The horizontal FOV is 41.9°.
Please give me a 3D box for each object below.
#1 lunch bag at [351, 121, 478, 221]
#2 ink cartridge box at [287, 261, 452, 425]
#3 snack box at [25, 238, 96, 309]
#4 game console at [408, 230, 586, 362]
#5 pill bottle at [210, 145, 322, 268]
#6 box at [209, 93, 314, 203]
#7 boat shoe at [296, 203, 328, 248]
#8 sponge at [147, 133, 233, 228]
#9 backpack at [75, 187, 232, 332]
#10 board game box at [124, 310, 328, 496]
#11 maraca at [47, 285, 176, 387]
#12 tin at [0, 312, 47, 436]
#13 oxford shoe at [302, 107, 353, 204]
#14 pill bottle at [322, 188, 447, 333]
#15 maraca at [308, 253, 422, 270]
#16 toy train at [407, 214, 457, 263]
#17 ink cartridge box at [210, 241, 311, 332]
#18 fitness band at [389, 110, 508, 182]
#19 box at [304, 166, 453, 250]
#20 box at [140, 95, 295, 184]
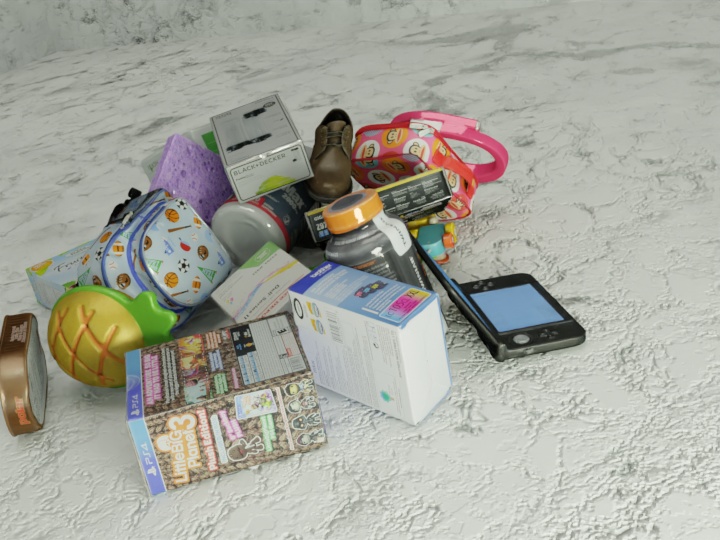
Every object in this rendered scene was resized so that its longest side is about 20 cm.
[{"bbox_3d":[0.093,-0.151,1.470,0.176,0.200,0.082,0,63,37],"label":"lunch bag"},{"bbox_3d":[-0.002,0.075,1.074,0.200,0.137,0.076,15,39,38],"label":"ink cartridge box"},{"bbox_3d":[-0.400,0.010,1.473,0.168,0.068,0.200,-30,29,-36],"label":"snack box"},{"bbox_3d":[0.163,0.016,1.168,0.175,0.117,0.200,-10,25,-9],"label":"game console"},{"bbox_3d":[-0.125,-0.100,1.404,0.119,0.120,0.200,3,38,27],"label":"pill bottle"},{"bbox_3d":[-0.148,-0.181,1.369,0.116,0.060,0.200,-21,32,-5],"label":"box"},{"bbox_3d":[-0.108,-0.072,1.533,0.201,0.075,0.065,-13,22,14],"label":"boat shoe"},{"bbox_3d":[-0.219,-0.117,1.442,0.030,0.200,0.112,-16,54,54],"label":"sponge"},{"bbox_3d":[-0.288,0.001,1.311,0.154,0.200,0.191,-17,28,50],"label":"backpack"},{"bbox_3d":[-0.154,0.142,1.053,0.199,0.097,0.160,-14,25,-8],"label":"board game box"},{"bbox_3d":[-0.306,0.083,1.170,0.199,0.138,0.107,-3,21,26],"label":"maraca"},{"bbox_3d":[-0.421,0.127,1.178,0.042,0.112,0.200,-6,24,-14],"label":"tin"},{"bbox_3d":[-0.045,-0.169,1.356,0.072,0.085,0.200,3,40,-4],"label":"oxford shoe"},{"bbox_3d":[0.024,0.004,1.140,0.106,0.200,0.106,-21,19,8],"label":"pill bottle"},{"bbox_3d":[0.000,0.000,1.292,0.137,0.107,0.200,-40,29,-30],"label":"maraca"},{"bbox_3d":[0.061,-0.040,1.424,0.150,0.056,0.200,-29,30,-18],"label":"toy train"},{"bbox_3d":[-0.104,0.047,1.231,0.117,0.067,0.200,-44,33,-9],"label":"ink cartridge box"},{"bbox_3d":[0.137,-0.195,1.492,0.199,0.144,0.038,13,68,15],"label":"fitness band"},{"bbox_3d":[0.027,-0.084,1.338,0.199,0.050,0.160,-19,-5,1],"label":"box"},{"bbox_3d":[-0.220,-0.164,1.591,0.199,0.172,0.200,-30,9,-37],"label":"box"}]
